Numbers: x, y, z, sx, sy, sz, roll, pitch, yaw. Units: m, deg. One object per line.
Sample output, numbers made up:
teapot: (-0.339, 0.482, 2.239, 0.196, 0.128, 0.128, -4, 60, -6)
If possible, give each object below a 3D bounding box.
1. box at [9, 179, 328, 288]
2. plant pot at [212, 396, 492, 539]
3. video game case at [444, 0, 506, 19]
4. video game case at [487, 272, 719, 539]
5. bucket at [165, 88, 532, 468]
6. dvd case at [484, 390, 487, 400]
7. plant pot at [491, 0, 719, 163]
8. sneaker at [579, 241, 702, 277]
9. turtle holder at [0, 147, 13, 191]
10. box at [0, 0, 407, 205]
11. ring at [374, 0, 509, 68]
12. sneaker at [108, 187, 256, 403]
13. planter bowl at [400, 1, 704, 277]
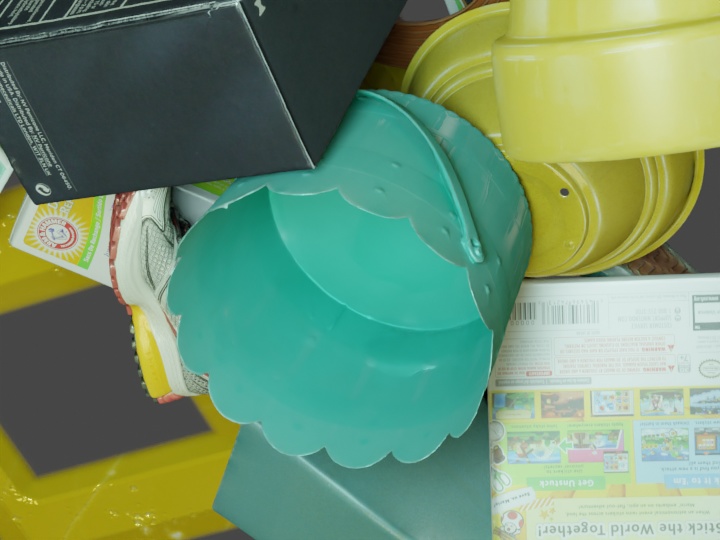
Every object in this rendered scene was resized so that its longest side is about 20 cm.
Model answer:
box: (-0.114, -0.046, 1.527, 0.199, 0.113, 0.102, 22, 129, -11)
plant pot: (0.028, 0.149, 1.579, 0.200, 0.141, 0.141, 38, 148, 10)
video game case: (0.161, -0.155, 1.450, 0.199, 0.022, 0.183, -11, 126, 19)
video game case: (0.181, 0.094, 1.491, 0.199, 0.023, 0.183, -2, 88, 8)
bucket: (0.000, 0.000, 1.372, 0.206, 0.135, 0.208, 11, 127, 15)
dvd case: (0.152, 0.098, 1.605, 0.142, 0.018, 0.200, 9, 150, 11)
plant pot: (0.162, -0.169, 1.268, 0.200, 0.201, 0.190, -7, 100, 16)
sneaker: (0.200, 0.035, 1.565, 0.200, 0.072, 0.080, 33, 123, -19)
turtle holder: (-0.285, -0.103, 1.513, 0.131, 0.186, 0.141, 31, 160, -14)
box: (-0.097, -0.149, 1.360, 0.197, 0.200, 0.124, -7, 126, 29)
ring: (0.019, -0.202, 1.416, 0.199, 0.019, 0.201, 13, 134, 14)
sneaker: (-0.108, 0.000, 1.450, 0.082, 0.078, 0.201, -4, 137, 8)
planter bowl: (0.105, -0.058, 1.429, 0.199, 0.084, 0.201, 13, 131, 15)
